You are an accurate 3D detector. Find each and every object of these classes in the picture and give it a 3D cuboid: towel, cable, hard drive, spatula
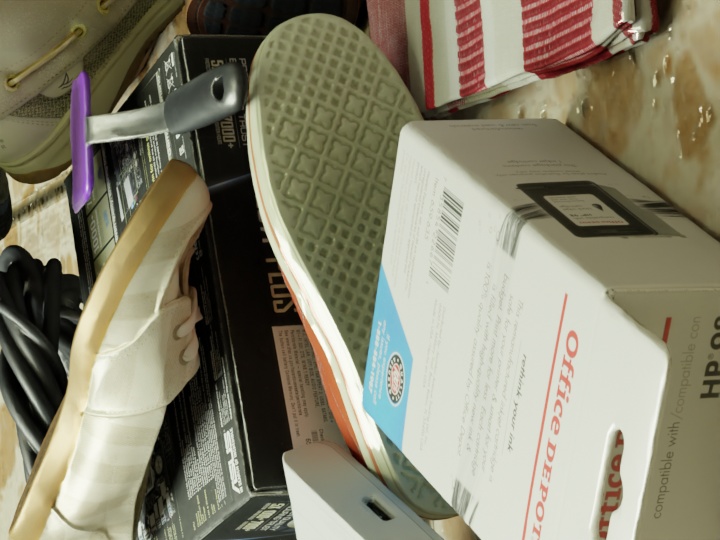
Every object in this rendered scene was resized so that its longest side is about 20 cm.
[{"bbox_3d":[0.051,-0.137,1.042,0.200,0.023,0.145,165,103,-64],"label":"towel"},{"bbox_3d":[-0.128,0.079,1.291,0.200,0.051,0.164,59,-156,-51],"label":"cable"},{"bbox_3d":[0.020,0.178,1.064,0.132,0.027,0.201,-143,40,-60],"label":"hard drive"},{"bbox_3d":[-0.088,-0.062,1.140,0.200,0.020,0.057,-12,80,61],"label":"spatula"}]

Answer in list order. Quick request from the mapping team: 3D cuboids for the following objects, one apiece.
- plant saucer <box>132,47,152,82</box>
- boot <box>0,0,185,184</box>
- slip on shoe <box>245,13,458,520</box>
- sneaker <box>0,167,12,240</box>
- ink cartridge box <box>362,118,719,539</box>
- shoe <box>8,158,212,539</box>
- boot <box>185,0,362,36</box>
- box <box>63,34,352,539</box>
[{"bbox_3d":[-0.140,-0.176,1.445,0.200,0.029,0.201,179,90,-66],"label":"plant saucer"},{"bbox_3d":[-0.146,-0.159,1.241,0.072,0.155,0.200,17,74,49],"label":"boot"},{"bbox_3d":[0.000,0.000,1.083,0.061,0.074,0.201,-17,91,70],"label":"slip on shoe"},{"bbox_3d":[-0.213,-0.018,1.256,0.200,0.087,0.075,-72,-28,-76],"label":"sneaker"},{"bbox_3d":[0.075,0.036,0.948,0.200,0.066,0.116,-135,49,-57],"label":"ink cartridge box"},{"bbox_3d":[-0.090,0.039,1.131,0.070,0.053,0.200,-70,3,-53],"label":"shoe"},{"bbox_3d":[-0.030,-0.158,1.171,0.200,0.074,0.097,110,168,-66],"label":"boot"},{"bbox_3d":[-0.051,0.022,1.197,0.164,0.086,0.201,137,127,-58],"label":"box"}]
